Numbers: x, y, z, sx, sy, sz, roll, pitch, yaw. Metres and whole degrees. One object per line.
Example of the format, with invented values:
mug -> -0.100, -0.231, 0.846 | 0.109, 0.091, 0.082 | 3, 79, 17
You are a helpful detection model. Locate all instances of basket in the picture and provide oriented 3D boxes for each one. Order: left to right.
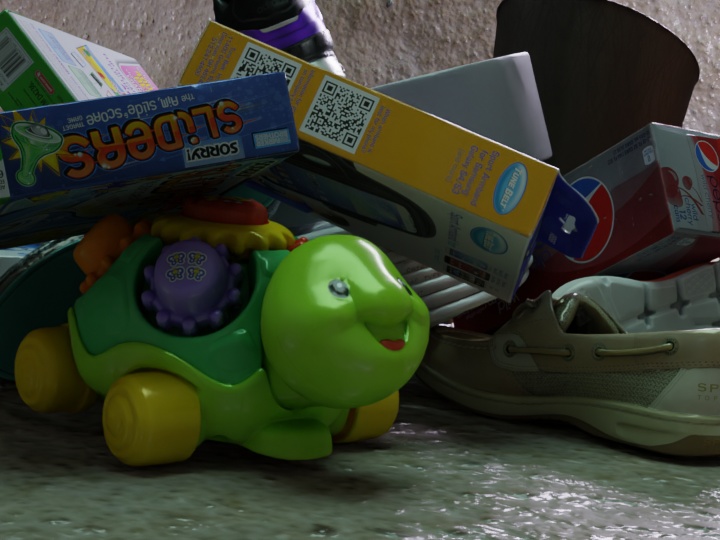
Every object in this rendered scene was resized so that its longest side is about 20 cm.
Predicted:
basket -> 0.151, -0.067, 1.087 | 0.135, 0.202, 0.180 | 1, -18, 42

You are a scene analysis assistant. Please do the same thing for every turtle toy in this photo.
turtle toy -> -0.049, 0.023, 0.653 | 0.145, 0.102, 0.199 | -2, 13, -40

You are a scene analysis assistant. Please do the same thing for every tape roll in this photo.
tape roll -> 0.013, -0.077, 0.931 | 0.198, 0.067, 0.200 | -13, 5, 1

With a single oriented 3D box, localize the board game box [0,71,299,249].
board game box -> -0.120, -0.042, 0.674 | 0.134, 0.035, 0.200 | -12, -2, -19

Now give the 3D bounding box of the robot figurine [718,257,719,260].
robot figurine -> 0.299, -0.017, 0.929 | 0.199, 0.144, 0.117 | 37, -13, 4

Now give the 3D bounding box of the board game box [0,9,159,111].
board game box -> -0.153, -0.082, 0.985 | 0.040, 0.153, 0.200 | -40, -10, 10

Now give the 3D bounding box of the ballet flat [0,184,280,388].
ballet flat -> -0.125, -0.004, 0.812 | 0.200, 0.072, 0.072 | -37, 24, -23

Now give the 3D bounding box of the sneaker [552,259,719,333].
sneaker -> 0.175, 0.033, 0.880 | 0.198, 0.078, 0.082 | 5, -7, -23

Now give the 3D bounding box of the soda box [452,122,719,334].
soda box -> 0.134, -0.014, 0.919 | 0.063, 0.071, 0.200 | 5, -23, -34

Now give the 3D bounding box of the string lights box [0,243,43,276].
string lights box -> -0.190, 0.011, 0.937 | 0.102, 0.060, 0.200 | 3, 5, -13

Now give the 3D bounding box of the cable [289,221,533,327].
cable -> 0.000, 0.000, 0.887 | 0.198, 0.070, 0.200 | -14, 5, 20

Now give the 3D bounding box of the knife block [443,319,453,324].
knife block -> -0.003, -0.056, 1.143 | 0.199, 0.178, 0.064 | 9, 9, 44

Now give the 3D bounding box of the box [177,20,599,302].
box -> 0.014, -0.044, 0.735 | 0.198, 0.042, 0.119 | 26, -13, 8

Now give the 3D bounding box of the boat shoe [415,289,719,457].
boat shoe -> 0.104, 0.042, 0.757 | 0.072, 0.066, 0.199 | -1, 7, -39

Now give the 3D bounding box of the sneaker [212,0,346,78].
sneaker -> -0.055, -0.149, 0.929 | 0.069, 0.100, 0.200 | -23, 7, -7
